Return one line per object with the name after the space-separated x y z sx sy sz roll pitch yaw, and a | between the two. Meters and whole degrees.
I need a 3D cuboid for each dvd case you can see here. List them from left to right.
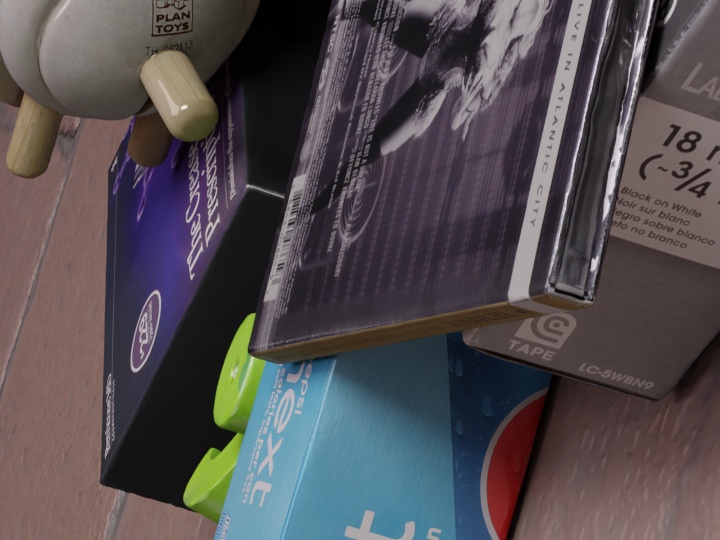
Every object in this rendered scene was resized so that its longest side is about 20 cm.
0.026 -0.055 0.651 0.200 0.016 0.149 165 121 -68 | dvd case

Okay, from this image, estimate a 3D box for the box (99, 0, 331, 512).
-0.038 -0.024 0.949 0.200 0.079 0.141 -97 27 -54 | box

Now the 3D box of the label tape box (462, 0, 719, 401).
0.092 -0.087 0.620 0.145 0.063 0.200 -90 24 -44 | label tape box

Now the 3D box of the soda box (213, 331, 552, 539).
0.009 0.044 0.739 0.064 0.068 0.201 -176 103 -71 | soda box

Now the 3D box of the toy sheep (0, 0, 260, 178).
-0.096 -0.111 0.888 0.200 0.138 0.138 52 129 33 | toy sheep

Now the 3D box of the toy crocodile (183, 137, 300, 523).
0.000 0.000 0.814 0.062 0.067 0.201 -124 53 -70 | toy crocodile
